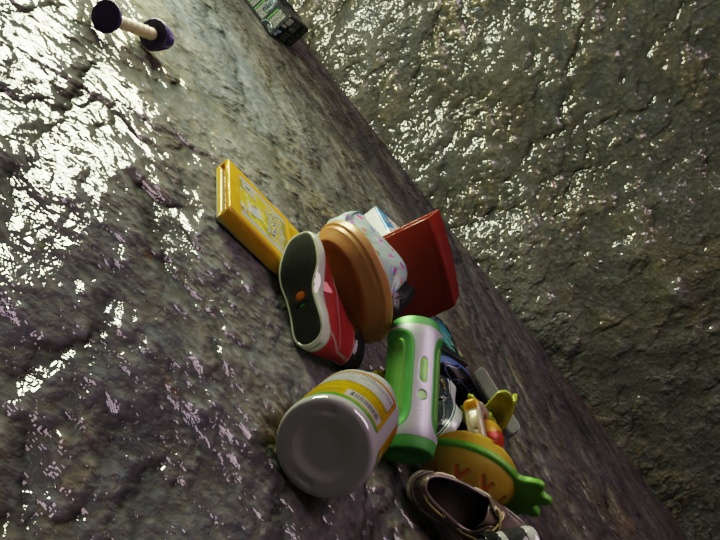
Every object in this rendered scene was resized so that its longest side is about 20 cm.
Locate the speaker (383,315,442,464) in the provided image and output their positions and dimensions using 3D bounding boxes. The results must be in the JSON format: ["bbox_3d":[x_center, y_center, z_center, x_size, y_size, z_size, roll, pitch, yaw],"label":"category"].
[{"bbox_3d":[0.073,0.170,1.175,0.088,0.088,0.201,40,45,-42],"label":"speaker"}]

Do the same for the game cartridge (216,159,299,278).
[{"bbox_3d":[-0.149,-0.066,1.288,0.200,0.032,0.177,44,16,-30],"label":"game cartridge"}]

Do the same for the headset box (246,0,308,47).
[{"bbox_3d":[-0.285,-0.855,2.681,0.200,0.093,0.174,54,14,8],"label":"headset box"}]

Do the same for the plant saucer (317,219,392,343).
[{"bbox_3d":[-0.021,0.022,1.270,0.200,0.037,0.201,40,-39,43],"label":"plant saucer"}]

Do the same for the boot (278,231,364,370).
[{"bbox_3d":[-0.050,0.049,1.221,0.144,0.072,0.201,37,35,-50],"label":"boot"}]

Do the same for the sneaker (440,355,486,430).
[{"bbox_3d":[0.203,0.251,1.577,0.200,0.070,0.078,50,7,-17],"label":"sneaker"}]

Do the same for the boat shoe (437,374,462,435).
[{"bbox_3d":[0.115,0.219,1.395,0.091,0.071,0.200,42,13,-9],"label":"boat shoe"}]

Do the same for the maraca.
[{"bbox_3d":[0.179,0.304,1.195,0.199,0.137,0.107,25,52,3],"label":"maraca"}]

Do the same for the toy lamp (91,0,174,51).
[{"bbox_3d":[-0.367,-0.400,1.350,0.058,0.058,0.200,54,13,5],"label":"toy lamp"}]

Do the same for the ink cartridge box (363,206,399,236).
[{"bbox_3d":[0.080,-0.031,1.848,0.200,0.084,0.145,39,19,-48],"label":"ink cartridge box"}]

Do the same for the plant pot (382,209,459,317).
[{"bbox_3d":[0.094,0.008,1.603,0.177,0.199,0.200,64,13,-2],"label":"plant pot"}]

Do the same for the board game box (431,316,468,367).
[{"bbox_3d":[0.162,0.141,1.808,0.200,0.028,0.136,32,24,-56],"label":"board game box"}]

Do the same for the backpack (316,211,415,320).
[{"bbox_3d":[0.000,0.000,1.419,0.200,0.126,0.167,50,17,0],"label":"backpack"}]

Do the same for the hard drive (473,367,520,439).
[{"bbox_3d":[0.264,0.265,1.605,0.132,0.027,0.200,59,-1,16],"label":"hard drive"}]

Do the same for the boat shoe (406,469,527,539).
[{"bbox_3d":[0.157,0.333,1.107,0.199,0.072,0.060,32,-20,-5],"label":"boat shoe"}]

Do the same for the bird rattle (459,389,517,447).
[{"bbox_3d":[0.209,0.296,1.368,0.163,0.112,0.201,44,40,-55],"label":"bird rattle"}]

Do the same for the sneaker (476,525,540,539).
[{"bbox_3d":[0.178,0.436,1.054,0.073,0.111,0.201,140,-53,-75],"label":"sneaker"}]

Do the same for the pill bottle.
[{"bbox_3d":[-0.016,0.178,0.949,0.111,0.111,0.200,53,13,4],"label":"pill bottle"}]

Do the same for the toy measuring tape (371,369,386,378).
[{"bbox_3d":[0.087,0.227,1.254,0.200,0.073,0.074,52,14,-4],"label":"toy measuring tape"}]
